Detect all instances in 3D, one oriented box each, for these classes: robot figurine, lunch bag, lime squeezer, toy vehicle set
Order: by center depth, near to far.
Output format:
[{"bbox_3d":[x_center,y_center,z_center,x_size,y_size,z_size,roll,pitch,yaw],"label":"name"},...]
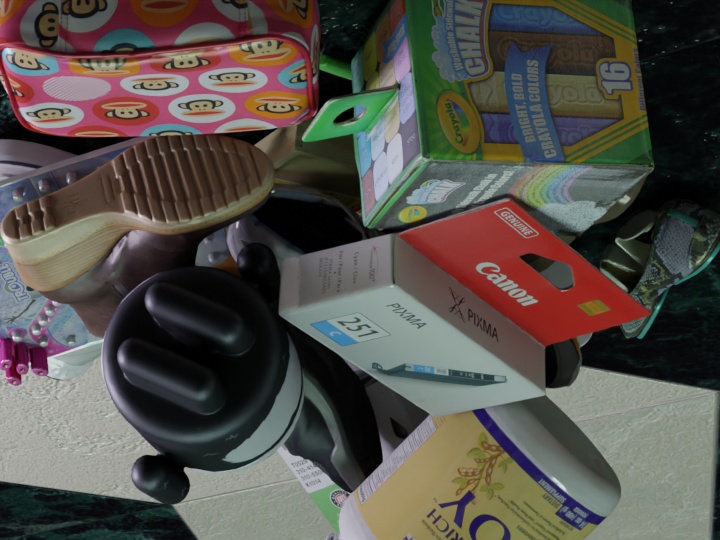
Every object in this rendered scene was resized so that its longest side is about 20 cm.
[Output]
[{"bbox_3d":[-0.123,-0.133,1.426,0.200,0.082,0.176,-2,160,1],"label":"lunch bag"},{"bbox_3d":[-0.102,0.069,1.533,0.150,0.125,0.200,-27,163,-2],"label":"robot figurine"},{"bbox_3d":[0.048,-0.105,1.563,0.071,0.038,0.200,-15,156,26],"label":"lime squeezer"},{"bbox_3d":[-0.030,-0.059,1.647,0.124,0.027,0.200,13,162,-23],"label":"toy vehicle set"}]

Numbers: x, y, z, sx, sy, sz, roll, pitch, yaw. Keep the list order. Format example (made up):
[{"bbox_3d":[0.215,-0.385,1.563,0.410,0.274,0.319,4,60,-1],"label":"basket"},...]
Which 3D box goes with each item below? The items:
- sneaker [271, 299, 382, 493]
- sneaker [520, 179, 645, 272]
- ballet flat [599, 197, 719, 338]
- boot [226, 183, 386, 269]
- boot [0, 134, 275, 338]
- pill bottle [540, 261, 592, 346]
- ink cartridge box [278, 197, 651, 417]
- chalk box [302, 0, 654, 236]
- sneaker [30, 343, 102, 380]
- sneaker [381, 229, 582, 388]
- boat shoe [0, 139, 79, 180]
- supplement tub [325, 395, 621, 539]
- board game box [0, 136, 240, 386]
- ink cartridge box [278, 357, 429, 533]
[{"bbox_3d":[-0.065,0.100,1.709,0.114,0.076,0.199,-18,130,27],"label":"sneaker"},{"bbox_3d":[0.137,-0.059,1.671,0.076,0.070,0.200,32,151,-11],"label":"sneaker"},{"bbox_3d":[0.227,-0.007,1.798,0.072,0.072,0.200,4,158,-11],"label":"ballet flat"},{"bbox_3d":[0.000,0.000,1.605,0.200,0.074,0.096,21,165,0],"label":"boot"},{"bbox_3d":[-0.131,-0.019,1.559,0.200,0.072,0.166,-14,152,13],"label":"boot"},{"bbox_3d":[0.087,0.046,1.846,0.200,0.112,0.112,-21,151,39],"label":"pill bottle"},{"bbox_3d":[0.072,0.030,1.522,0.176,0.045,0.200,-15,149,31],"label":"ink cartridge box"},{"bbox_3d":[0.065,-0.101,1.442,0.200,0.124,0.124,3,160,-18],"label":"chalk box"},{"bbox_3d":[-0.270,0.011,1.779,0.200,0.076,0.092,28,141,-31],"label":"sneaker"},{"bbox_3d":[0.075,0.034,1.725,0.200,0.077,0.078,32,131,11],"label":"sneaker"},{"bbox_3d":[-0.200,-0.033,1.669,0.072,0.066,0.200,-8,151,44],"label":"boat shoe"},{"bbox_3d":[0.076,0.182,1.673,0.200,0.145,0.145,-46,144,9],"label":"supplement tub"},{"bbox_3d":[-0.195,-0.004,1.631,0.200,0.026,0.200,-17,143,4],"label":"board game box"},{"bbox_3d":[-0.009,0.093,1.804,0.146,0.084,0.200,-28,104,40],"label":"ink cartridge box"}]
